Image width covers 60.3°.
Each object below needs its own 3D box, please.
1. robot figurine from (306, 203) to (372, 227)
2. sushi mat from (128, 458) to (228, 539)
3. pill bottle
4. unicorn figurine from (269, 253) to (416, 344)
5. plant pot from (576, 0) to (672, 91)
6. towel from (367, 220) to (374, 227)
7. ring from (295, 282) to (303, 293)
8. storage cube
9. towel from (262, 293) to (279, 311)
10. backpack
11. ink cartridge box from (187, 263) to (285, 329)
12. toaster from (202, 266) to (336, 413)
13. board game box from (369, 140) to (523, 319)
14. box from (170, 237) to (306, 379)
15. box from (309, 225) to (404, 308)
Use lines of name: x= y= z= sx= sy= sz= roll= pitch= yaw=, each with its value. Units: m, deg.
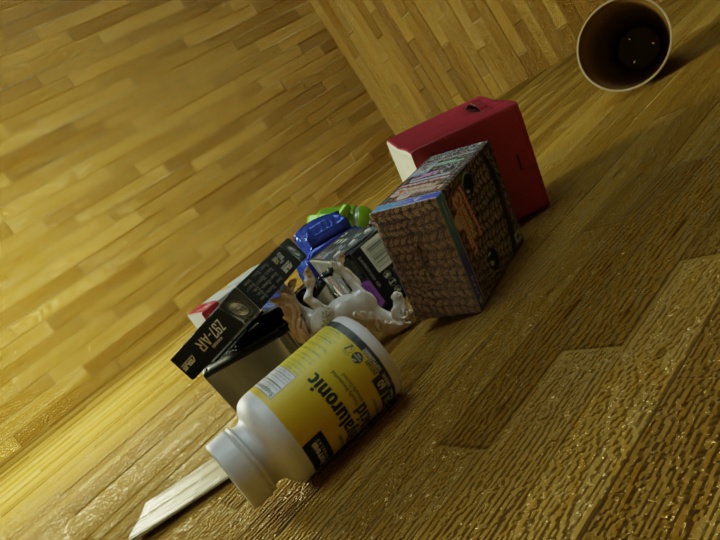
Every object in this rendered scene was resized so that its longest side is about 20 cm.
robot figurine: x=-0.042 y=-0.113 z=1.648 sx=0.199 sy=0.176 sz=0.116 roll=-4 pitch=59 yaw=11
sushi mat: x=-0.214 y=0.282 z=0.823 sx=0.200 sy=0.012 sz=0.096 roll=-34 pitch=9 yaw=2
pill bottle: x=-0.060 y=0.150 z=0.661 sx=0.200 sy=0.111 sz=0.111 roll=-40 pitch=11 yaw=-21
unicorn figurine: x=-0.016 y=0.047 z=0.873 sx=0.199 sy=0.138 sz=0.074 roll=-27 pitch=-14 yaw=-14
plant pot: x=0.593 y=-0.492 z=1.355 sx=0.186 sy=0.187 sz=0.200 roll=-27 pitch=0 yaw=37
towel: x=0.072 y=-0.097 z=1.401 sx=0.146 sy=0.030 sz=0.200 roll=-29 pitch=-12 yaw=-15
ring: x=-0.117 y=0.017 z=1.605 sx=0.200 sy=0.019 sz=0.200 roll=-41 pitch=2 yaw=1
storage cube: x=0.171 y=-0.160 z=1.012 sx=0.179 sy=0.201 sz=0.171 roll=-25 pitch=21 yaw=-2
towel: x=-0.141 y=0.069 z=1.287 sx=0.144 sy=0.024 sz=0.200 roll=4 pitch=4 yaw=-12
backpack: x=-0.062 y=-0.037 z=1.352 sx=0.162 sy=0.168 sz=0.200 roll=-24 pitch=7 yaw=-14
ink cartridge box: x=-0.267 y=0.097 z=1.441 sx=0.200 sy=0.146 sz=0.144 roll=-41 pitch=12 yaw=-26
toaster: x=-0.110 y=0.114 z=0.953 sx=0.200 sy=0.119 sz=0.181 roll=-30 pitch=12 yaw=26
board game box: x=0.125 y=-0.058 z=0.833 sx=0.097 sy=0.160 sz=0.200 roll=-11 pitch=24 yaw=37
box: x=-0.168 y=0.048 z=0.888 sx=0.160 sy=0.044 sz=0.200 roll=-44 pitch=6 yaw=24
box: x=0.000 y=0.000 z=1.105 sx=0.106 sy=0.122 sz=0.200 roll=-38 pitch=11 yaw=-11
